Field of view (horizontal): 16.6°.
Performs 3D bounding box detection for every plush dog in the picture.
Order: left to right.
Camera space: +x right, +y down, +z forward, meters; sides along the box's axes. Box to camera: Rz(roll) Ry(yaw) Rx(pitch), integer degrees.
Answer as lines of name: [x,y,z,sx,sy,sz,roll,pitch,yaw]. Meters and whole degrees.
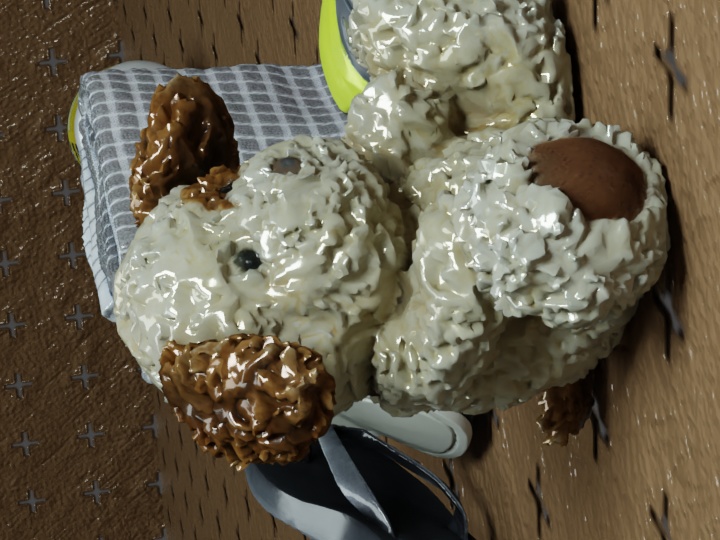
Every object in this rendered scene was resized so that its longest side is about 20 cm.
plush dog: [0.000,0.000,0.846,0.200,0.170,0.161,-111,16,-53]

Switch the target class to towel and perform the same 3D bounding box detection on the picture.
towel: [-0.040,-0.031,1.106,0.200,0.164,0.086,-114,25,-61]

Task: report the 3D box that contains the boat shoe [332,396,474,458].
boat shoe: [0.011,0.048,1.165,0.061,0.074,0.200,-61,11,-11]

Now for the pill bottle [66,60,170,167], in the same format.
pill bottle: [-0.189,-0.121,2.102,0.200,0.113,0.115,-162,65,-80]

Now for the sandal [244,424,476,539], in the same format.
sandal: [0.016,0.105,1.096,0.200,0.076,0.043,34,119,51]

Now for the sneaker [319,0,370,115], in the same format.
sneaker: [0.008,-0.160,1.036,0.081,0.073,0.201,120,135,-65]
